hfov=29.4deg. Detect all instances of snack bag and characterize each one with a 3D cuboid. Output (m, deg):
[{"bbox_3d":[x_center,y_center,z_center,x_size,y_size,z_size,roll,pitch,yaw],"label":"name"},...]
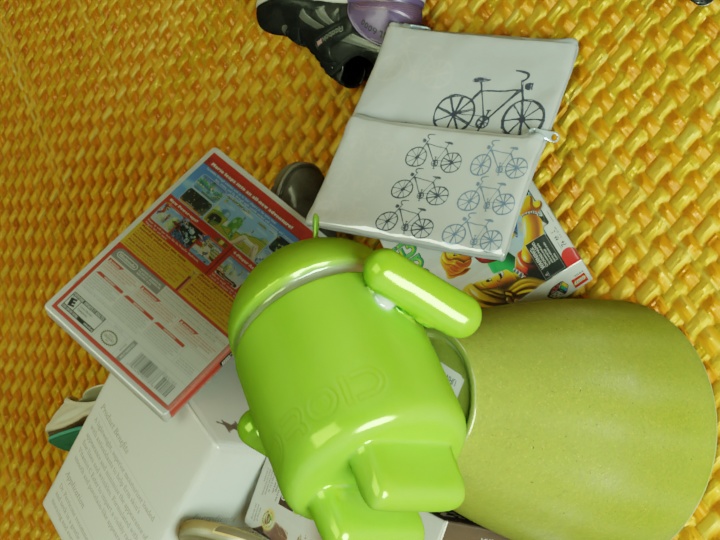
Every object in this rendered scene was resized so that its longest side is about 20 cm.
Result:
[{"bbox_3d":[0.065,-0.109,1.071,0.187,0.021,0.202,11,69,34],"label":"snack bag"}]

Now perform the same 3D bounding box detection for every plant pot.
[{"bbox_3d":[0.105,0.097,0.914,0.186,0.198,0.190,-15,69,43],"label":"plant pot"}]

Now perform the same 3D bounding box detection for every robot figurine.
[{"bbox_3d":[-0.011,0.066,0.812,0.176,0.115,0.201,-53,47,34],"label":"robot figurine"}]

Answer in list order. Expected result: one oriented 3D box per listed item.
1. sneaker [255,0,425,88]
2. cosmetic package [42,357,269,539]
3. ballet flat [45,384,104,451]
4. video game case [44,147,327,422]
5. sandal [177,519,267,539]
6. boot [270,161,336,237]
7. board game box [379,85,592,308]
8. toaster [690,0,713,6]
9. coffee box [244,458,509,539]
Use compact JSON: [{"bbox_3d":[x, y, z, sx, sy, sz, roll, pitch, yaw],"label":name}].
[{"bbox_3d":[-0.029,-0.209,1.229,0.198,0.075,0.089,6,90,47],"label":"sneaker"},{"bbox_3d":[-0.139,0.180,1.174,0.165,0.164,0.201,48,115,41],"label":"cosmetic package"},{"bbox_3d":[-0.250,0.142,1.382,0.198,0.069,0.071,-12,71,45],"label":"ballet flat"},{"bbox_3d":[-0.137,0.007,1.112,0.142,0.018,0.200,38,70,19],"label":"video game case"},{"bbox_3d":[-0.076,0.270,1.074,0.079,0.201,0.054,-11,33,34],"label":"sandal"},{"bbox_3d":[0.002,-0.001,1.143,0.199,0.072,0.185,2,94,53],"label":"boot"},{"bbox_3d":[0.079,-0.038,1.059,0.125,0.035,0.201,-33,52,8],"label":"board game box"},{"bbox_3d":[0.212,-0.292,0.904,0.181,0.198,0.119,-51,53,25],"label":"toaster"},{"bbox_3d":[0.021,0.199,1.037,0.199,0.112,0.081,19,88,48],"label":"coffee box"}]
